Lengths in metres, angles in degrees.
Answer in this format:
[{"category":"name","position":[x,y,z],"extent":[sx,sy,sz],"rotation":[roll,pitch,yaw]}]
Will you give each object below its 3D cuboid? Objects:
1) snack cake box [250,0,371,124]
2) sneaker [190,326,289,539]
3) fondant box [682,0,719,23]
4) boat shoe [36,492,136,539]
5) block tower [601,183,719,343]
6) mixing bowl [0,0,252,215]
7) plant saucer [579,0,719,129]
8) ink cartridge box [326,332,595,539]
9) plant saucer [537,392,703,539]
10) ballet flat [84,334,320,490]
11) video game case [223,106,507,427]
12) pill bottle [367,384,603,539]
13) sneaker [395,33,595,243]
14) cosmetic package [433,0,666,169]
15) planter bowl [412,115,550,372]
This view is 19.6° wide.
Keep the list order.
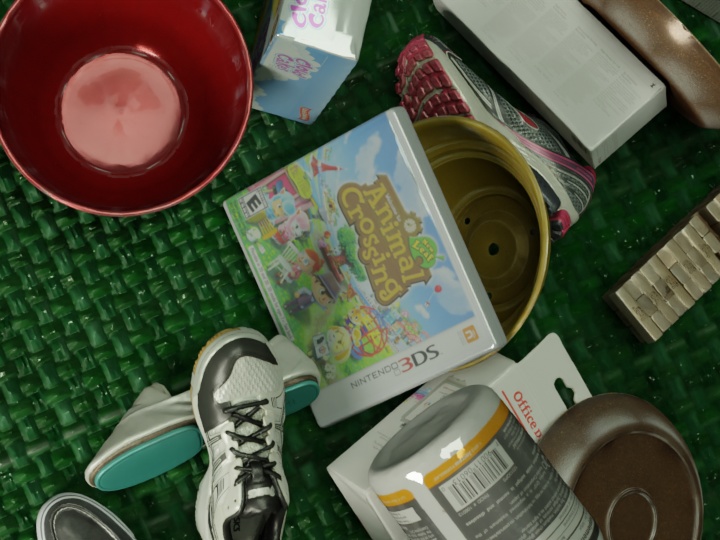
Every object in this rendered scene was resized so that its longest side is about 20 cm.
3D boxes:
[{"category":"snack cake box","position":[-0.038,-0.197,1.622],"extent":[0.067,0.200,0.115],"rotation":[16,77,-8]},{"category":"sneaker","position":[-0.079,0.141,1.566],"extent":[0.075,0.088,0.200],"rotation":[-11,119,-19]},{"category":"fondant box","position":[0.300,-0.306,1.786],"extent":[0.200,0.058,0.144],"rotation":[30,76,-6]},{"category":"boat shoe","position":[-0.178,0.255,1.582],"extent":[0.070,0.066,0.200],"rotation":[-29,87,-15]},{"category":"block tower","position":[0.286,-0.022,1.734],"extent":[0.200,0.058,0.054],"rotation":[-41,90,-17]},{"category":"mixing bowl","position":[-0.184,-0.133,1.617],"extent":[0.200,0.108,0.201],"rotation":[1,82,-5]},{"category":"plant saucer","position":[0.238,-0.179,1.687],"extent":[0.037,0.200,0.200],"rotation":[-43,91,4]},{"category":"ink cartridge box","position":[0.088,0.142,1.636],"extent":[0.200,0.067,0.117],"rotation":[-38,118,-15]},{"category":"plant saucer","position":[0.205,0.198,1.645],"extent":[0.200,0.032,0.201],"rotation":[-2,93,-36]},{"category":"ballet flat","position":[-0.129,0.107,1.625],"extent":[0.200,0.069,0.070],"rotation":[-24,86,-13]},{"category":"video game case","position":[0.000,0.000,1.624],"extent":[0.022,0.182,0.200],"rotation":[-15,80,-58]},{"category":"pill bottle","position":[0.105,0.192,1.527],"extent":[0.116,0.116,0.200],"rotation":[-40,99,-15]},{"category":"sneaker","position":[0.107,-0.113,1.707],"extent":[0.200,0.081,0.075],"rotation":[48,57,-7]},{"category":"cosmetic package","position":[0.152,-0.182,1.700],"extent":[0.083,0.051,0.200],"rotation":[-41,70,-2]},{"category":"planter bowl","position":[0.086,-0.019,1.654],"extent":[0.083,0.200,0.201],"rotation":[4,76,-52]}]
